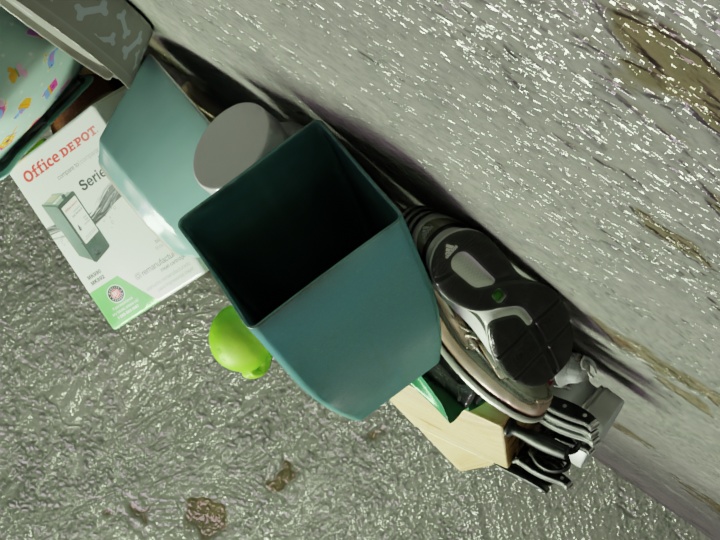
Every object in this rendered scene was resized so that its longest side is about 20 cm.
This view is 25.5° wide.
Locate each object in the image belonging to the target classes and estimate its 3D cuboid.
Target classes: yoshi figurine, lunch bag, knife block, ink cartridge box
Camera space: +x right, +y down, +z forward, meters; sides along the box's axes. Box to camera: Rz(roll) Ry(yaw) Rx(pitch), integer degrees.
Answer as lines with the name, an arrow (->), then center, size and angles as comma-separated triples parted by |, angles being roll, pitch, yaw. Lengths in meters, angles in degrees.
yoshi figurine -> -0.099, 0.040, 1.502 | 0.112, 0.113, 0.200 | 30, -171, -10
lunch bag -> -0.356, -0.187, 1.596 | 0.121, 0.171, 0.200 | 34, 155, 5
knife block -> 0.125, 0.126, 1.507 | 0.200, 0.064, 0.175 | 46, 149, -12
ink cartridge box -> -0.242, -0.065, 1.621 | 0.201, 0.145, 0.084 | 56, -148, -6

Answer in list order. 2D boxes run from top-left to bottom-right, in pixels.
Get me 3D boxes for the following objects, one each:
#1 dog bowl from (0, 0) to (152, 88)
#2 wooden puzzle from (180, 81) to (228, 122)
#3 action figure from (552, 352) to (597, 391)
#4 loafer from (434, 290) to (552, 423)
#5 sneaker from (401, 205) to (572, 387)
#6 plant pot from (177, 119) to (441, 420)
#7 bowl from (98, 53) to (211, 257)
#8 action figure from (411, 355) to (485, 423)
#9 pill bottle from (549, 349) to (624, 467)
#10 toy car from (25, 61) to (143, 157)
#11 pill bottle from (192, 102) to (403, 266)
dog bowl -> -0.269, -0.239, 1.399 | 0.199, 0.059, 0.200 | 35, 176, 2
wooden puzzle -> -0.137, -0.117, 1.670 | 0.184, 0.037, 0.200 | 36, 155, -16
action figure -> 0.139, 0.054, 1.487 | 0.199, 0.070, 0.130 | 28, 166, 35
loafer -> 0.100, 0.045, 1.394 | 0.072, 0.063, 0.200 | -10, -131, -49
sneaker -> 0.098, 0.009, 1.323 | 0.201, 0.076, 0.115 | 47, 178, -38
plant pot -> -0.021, 0.017, 1.276 | 0.141, 0.141, 0.200 | 51, 176, 42
bowl -> -0.169, -0.091, 1.478 | 0.201, 0.105, 0.201 | 51, 178, 2
action figure -> 0.033, 0.053, 1.455 | 0.200, 0.055, 0.118 | 39, -165, 17
pill bottle -> 0.164, 0.111, 1.619 | 0.199, 0.111, 0.111 | 34, 177, 14
toy car -> -0.321, -0.201, 1.774 | 0.200, 0.164, 0.158 | 47, -179, 20
pill bottle -> -0.050, -0.057, 1.369 | 0.108, 0.109, 0.200 | 31, 174, 47
